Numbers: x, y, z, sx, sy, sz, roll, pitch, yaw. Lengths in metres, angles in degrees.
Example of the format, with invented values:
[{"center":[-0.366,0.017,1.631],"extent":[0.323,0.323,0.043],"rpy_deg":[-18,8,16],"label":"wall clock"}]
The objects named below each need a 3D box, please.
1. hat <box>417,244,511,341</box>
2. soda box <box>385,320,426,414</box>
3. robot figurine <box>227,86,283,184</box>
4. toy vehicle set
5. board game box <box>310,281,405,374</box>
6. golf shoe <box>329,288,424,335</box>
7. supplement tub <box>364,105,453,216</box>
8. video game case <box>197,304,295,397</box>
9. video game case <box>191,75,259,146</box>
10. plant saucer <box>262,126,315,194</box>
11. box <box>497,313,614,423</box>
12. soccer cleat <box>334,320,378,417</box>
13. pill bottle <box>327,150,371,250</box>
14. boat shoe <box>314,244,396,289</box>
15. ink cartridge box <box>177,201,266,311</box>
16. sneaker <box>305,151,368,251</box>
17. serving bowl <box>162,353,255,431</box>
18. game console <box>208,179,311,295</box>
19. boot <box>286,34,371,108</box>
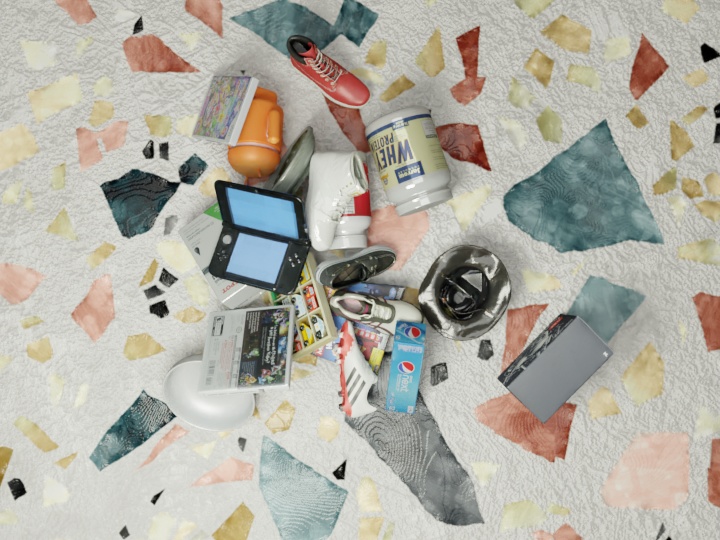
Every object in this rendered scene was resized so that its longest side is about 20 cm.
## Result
[{"center":[0.223,0.046,1.710],"extent":[0.199,0.081,0.202],"rpy_deg":[0,92,10],"label":"hat"},{"center":[0.092,0.201,1.664],"extent":[0.064,0.068,0.201],"rpy_deg":[7,128,2],"label":"soda box"},{"center":[-0.222,-0.283,1.709],"extent":[0.143,0.117,0.201],"rpy_deg":[0,78,14],"label":"robot figurine"},{"center":[-0.127,0.074,1.691],"extent":[0.124,0.026,0.201],"rpy_deg":[-31,65,27],"label":"toy vehicle set"},{"center":[-0.027,0.097,1.727],"extent":[0.199,0.062,0.201],"rpy_deg":[19,90,4],"label":"board game box"},{"center":[0.032,0.089,1.652],"extent":[0.199,0.088,0.078],"rpy_deg":[11,88,2],"label":"golf shoe"},{"center":[0.104,-0.226,1.685],"extent":[0.144,0.145,0.201],"rpy_deg":[-19,88,2],"label":"supplement tub"},{"center":[-0.224,0.158,1.617],"extent":[0.181,0.023,0.201],"rpy_deg":[-6,48,7],"label":"video game case"},{"center":[-0.286,-0.338,1.694],"extent":[0.018,0.200,0.144],"rpy_deg":[20,90,-36],"label":"video game case"},{"center":[-0.143,-0.204,1.677],"extent":[0.050,0.200,0.201],"rpy_deg":[33,91,-15],"label":"plant saucer"},{"center":[0.391,0.193,1.647],"extent":[0.104,0.182,0.200],"rpy_deg":[44,91,3],"label":"box"},{"center":[-0.007,0.202,1.666],"extent":[0.085,0.069,0.201],"rpy_deg":[-3,92,-8],"label":"soccer cleat"},{"center":[-0.035,-0.146,1.706],"extent":[0.112,0.112,0.201],"rpy_deg":[-4,89,2],"label":"pill bottle"},{"center":[0.000,0.000,1.685],"extent":[0.199,0.057,0.069],"rpy_deg":[-16,126,-31],"label":"boat shoe"},{"center":[-0.268,-0.036,1.703],"extent":[0.146,0.083,0.200],"rpy_deg":[-36,70,1],"label":"ink cartridge box"},{"center":[-0.044,-0.139,1.605],"extent":[0.115,0.074,0.201],"rpy_deg":[1,90,33],"label":"sneaker"},{"center":[-0.313,0.246,1.708],"extent":[0.199,0.066,0.201],"rpy_deg":[4,126,6],"label":"serving bowl"},{"center":[-0.209,-0.064,1.586],"extent":[0.199,0.118,0.172],"rpy_deg":[13,77,20],"label":"game console"},{"center":[-0.067,-0.416,1.697],"extent":[0.199,0.144,0.073],"rpy_deg":[33,89,1],"label":"boot"}]
